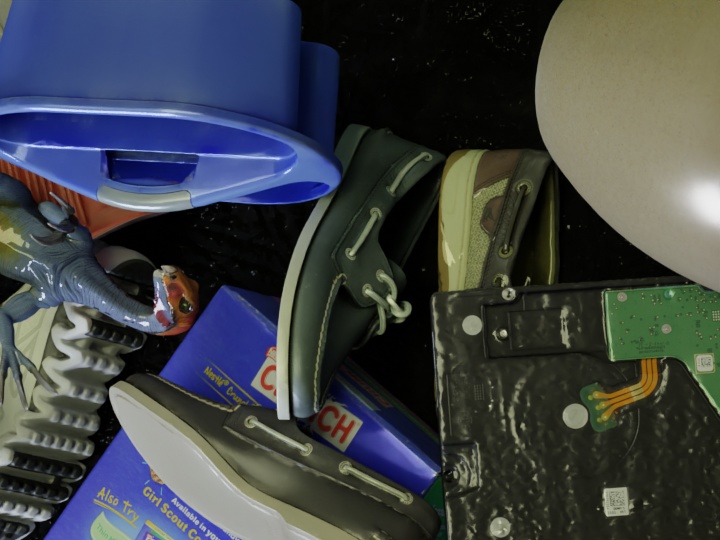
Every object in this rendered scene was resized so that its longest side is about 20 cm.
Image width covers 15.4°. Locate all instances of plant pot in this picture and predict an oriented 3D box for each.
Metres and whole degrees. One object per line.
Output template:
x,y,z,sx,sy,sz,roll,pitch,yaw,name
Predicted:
0.167,-0.089,1.326,0.134,0.200,0.201,10,89,31,plant pot

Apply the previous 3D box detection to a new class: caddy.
-0.104,-0.081,1.386,0.200,0.141,0.105,3,75,20,caddy

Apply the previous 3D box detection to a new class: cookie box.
-0.058,0.139,1.468,0.171,0.075,0.200,41,102,23,cookie box

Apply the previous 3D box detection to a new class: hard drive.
0.139,0.074,1.363,0.200,0.038,0.140,-5,83,0,hard drive

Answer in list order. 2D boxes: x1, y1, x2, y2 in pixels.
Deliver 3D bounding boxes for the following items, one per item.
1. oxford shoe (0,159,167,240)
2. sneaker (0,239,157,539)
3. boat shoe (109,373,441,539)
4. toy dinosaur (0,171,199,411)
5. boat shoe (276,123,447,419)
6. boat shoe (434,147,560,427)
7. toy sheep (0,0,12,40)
-0.149,-0.049,1.535,0.200,0.073,0.071,-9,89,24,oxford shoe
-0.191,0.070,1.546,0.081,0.075,0.200,27,88,33,sneaker
-0.045,0.105,1.403,0.200,0.073,0.063,32,60,26,boat shoe
-0.175,-0.025,1.469,0.105,0.181,0.200,-55,24,31,toy dinosaur
0.000,0.000,1.420,0.062,0.073,0.200,10,47,9,boat shoe
0.081,0.030,1.418,0.066,0.072,0.201,-9,76,29,boat shoe
-0.151,-0.162,1.515,0.200,0.138,0.138,-36,71,15,toy sheep
